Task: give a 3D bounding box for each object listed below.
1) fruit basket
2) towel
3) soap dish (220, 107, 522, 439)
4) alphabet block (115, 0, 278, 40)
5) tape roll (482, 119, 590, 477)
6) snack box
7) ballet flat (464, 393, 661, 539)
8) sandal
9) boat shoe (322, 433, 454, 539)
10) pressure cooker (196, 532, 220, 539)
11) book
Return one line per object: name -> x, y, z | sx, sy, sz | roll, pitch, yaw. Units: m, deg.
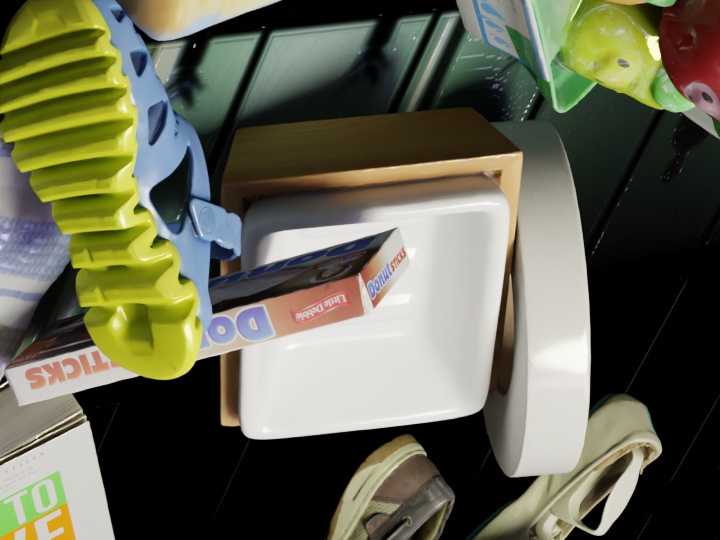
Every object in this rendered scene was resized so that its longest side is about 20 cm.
fruit basket -> 0.117, -0.098, 1.088 | 0.094, 0.200, 0.185 | -40, 151, -11
towel -> -0.202, 0.004, 1.392 | 0.147, 0.024, 0.200 | 2, 127, -50
soap dish -> 0.000, 0.000, 1.527 | 0.157, 0.081, 0.200 | -6, 140, -8
alphabet block -> -0.045, -0.243, 1.104 | 0.195, 0.196, 0.200 | -25, 145, -33
tape roll -> 0.092, 0.016, 1.596 | 0.037, 0.203, 0.203 | -4, 140, -6
snack box -> -0.077, 0.024, 1.423 | 0.200, 0.024, 0.072 | -15, -166, 21
ballet flat -> 0.133, 0.172, 1.962 | 0.200, 0.069, 0.069 | -49, 150, 10
sandal -> -0.109, -0.052, 1.347 | 0.087, 0.079, 0.200 | -47, 131, -46
boat shoe -> 0.010, 0.194, 1.841 | 0.073, 0.065, 0.200 | -23, 145, -34
pressure cooker -> -0.090, 0.253, 1.692 | 0.200, 0.179, 0.176 | -37, -176, -12
book -> -0.204, 0.149, 1.557 | 0.133, 0.048, 0.200 | -30, 149, -16
